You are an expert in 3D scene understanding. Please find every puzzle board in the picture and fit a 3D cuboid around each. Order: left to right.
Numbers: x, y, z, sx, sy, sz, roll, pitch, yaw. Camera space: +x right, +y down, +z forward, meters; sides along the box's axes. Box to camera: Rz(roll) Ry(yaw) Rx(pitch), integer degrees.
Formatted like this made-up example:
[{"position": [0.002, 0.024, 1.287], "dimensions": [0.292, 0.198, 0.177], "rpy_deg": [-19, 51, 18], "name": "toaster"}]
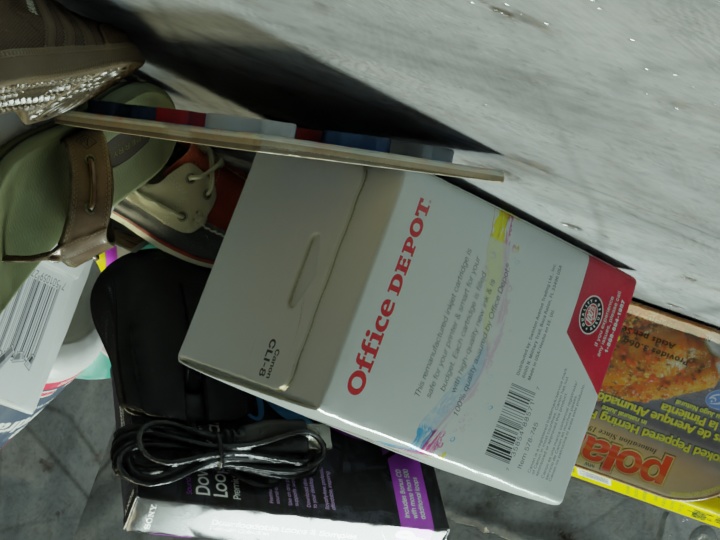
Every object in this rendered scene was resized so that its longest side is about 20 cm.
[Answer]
[{"position": [-0.045, -0.068, 1.156], "dimensions": [0.150, 0.017, 0.200], "rpy_deg": [5, -176, -36], "name": "puzzle board"}]

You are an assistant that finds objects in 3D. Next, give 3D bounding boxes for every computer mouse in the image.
[{"position": [-0.105, 0.047, 1.390], "dimensions": [0.138, 0.053, 0.200], "rpy_deg": [0, -140, -26], "name": "computer mouse"}]

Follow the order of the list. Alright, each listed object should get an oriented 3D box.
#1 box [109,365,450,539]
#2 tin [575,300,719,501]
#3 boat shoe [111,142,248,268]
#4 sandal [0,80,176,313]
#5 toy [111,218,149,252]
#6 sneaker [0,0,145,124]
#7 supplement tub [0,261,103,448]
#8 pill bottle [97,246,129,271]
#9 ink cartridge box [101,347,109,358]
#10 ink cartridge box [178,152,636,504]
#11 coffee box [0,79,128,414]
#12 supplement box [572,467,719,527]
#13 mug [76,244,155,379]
[{"position": [-0.053, 0.111, 1.407], "dimensions": [0.199, 0.036, 0.143], "rpy_deg": [7, -142, -17], "name": "box"}, {"position": [0.164, 0.077, 1.441], "dimensions": [0.199, 0.112, 0.042], "rpy_deg": [20, 174, 7], "name": "tin"}, {"position": [-0.123, -0.060, 1.403], "dimensions": [0.199, 0.071, 0.063], "rpy_deg": [23, 134, -14], "name": "boat shoe"}, {"position": [-0.149, -0.043, 1.215], "dimensions": [0.057, 0.201, 0.080], "rpy_deg": [18, 130, 24], "name": "sandal"}, {"position": [-0.167, -0.061, 1.503], "dimensions": [0.115, 0.047, 0.200], "rpy_deg": [21, -165, 8], "name": "toy"}, {"position": [-0.162, -0.117, 1.088], "dimensions": [0.070, 0.076, 0.200], "rpy_deg": [-27, 179, 13], "name": "sneaker"}, {"position": [-0.270, 0.053, 1.492], "dimensions": [0.140, 0.141, 0.200], "rpy_deg": [24, 132, -31], "name": "supplement tub"}, {"position": [-0.269, -0.018, 1.620], "dimensions": [0.199, 0.105, 0.104], "rpy_deg": [-17, -172, -21], "name": "pill bottle"}, {"position": [-0.074, 0.062, 1.560], "dimensions": [0.200, 0.086, 0.147], "rpy_deg": [41, -163, -6], "name": "ink cartridge box"}, {"position": [0.027, 0.029, 1.306], "dimensions": [0.200, 0.146, 0.144], "rpy_deg": [26, 173, -39], "name": "ink cartridge box"}, {"position": [-0.270, -0.057, 1.260], "dimensions": [0.197, 0.201, 0.200], "rpy_deg": [18, 173, 25], "name": "coffee box"}, {"position": [0.230, 0.108, 1.511], "dimensions": [0.199, 0.109, 0.110], "rpy_deg": [19, 173, 9], "name": "supplement box"}, {"position": [-0.202, -0.001, 1.765], "dimensions": [0.184, 0.115, 0.152], "rpy_deg": [24, -147, 3], "name": "mug"}]
